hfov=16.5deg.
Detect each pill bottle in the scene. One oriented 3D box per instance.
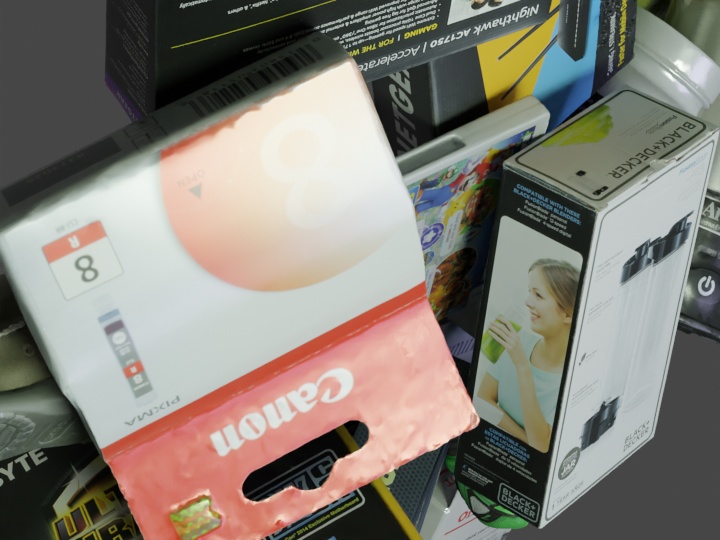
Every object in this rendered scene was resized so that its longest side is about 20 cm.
[{"bbox_3d":[0.116,-0.048,1.390,0.200,0.112,0.112,-53,158,1],"label":"pill bottle"}]

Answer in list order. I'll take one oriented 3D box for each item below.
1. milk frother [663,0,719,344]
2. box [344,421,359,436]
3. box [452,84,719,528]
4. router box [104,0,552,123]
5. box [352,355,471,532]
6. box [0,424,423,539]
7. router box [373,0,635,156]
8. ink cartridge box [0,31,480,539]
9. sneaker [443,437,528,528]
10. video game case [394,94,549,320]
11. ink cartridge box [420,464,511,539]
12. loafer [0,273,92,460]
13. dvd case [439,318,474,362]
[{"bbox_3d":[0.200,-0.062,1.536,0.180,0.199,0.189,22,90,-40],"label":"milk frother"},{"bbox_3d":[-0.071,0.138,1.348,0.160,0.046,0.200,-63,164,21],"label":"box"},{"bbox_3d":[0.115,0.018,1.280,0.116,0.060,0.201,-33,141,-42],"label":"box"},{"bbox_3d":[-0.006,-0.141,1.020,0.199,0.051,0.150,-20,145,-22],"label":"router box"},{"bbox_3d":[0.001,0.151,1.341,0.200,0.051,0.158,103,10,-57],"label":"box"},{"bbox_3d":[-0.090,0.128,1.115,0.199,0.160,0.049,-29,150,-11],"label":"box"},{"bbox_3d":[0.072,-0.132,1.235,0.149,0.051,0.200,-42,155,-18],"label":"router box"},{"bbox_3d":[-0.046,0.025,1.026,0.161,0.050,0.201,-27,113,-8],"label":"ink cartridge box"},{"bbox_3d":[0.113,0.085,1.463,0.200,0.078,0.086,-32,111,-43],"label":"sneaker"},{"bbox_3d":[0.000,0.000,1.227,0.199,0.018,0.144,-25,149,-29],"label":"video game case"},{"bbox_3d":[0.042,0.156,1.552,0.116,0.068,0.201,-23,144,-51],"label":"ink cartridge box"},{"bbox_3d":[-0.158,0.042,1.061,0.199,0.070,0.075,-7,156,-46],"label":"loafer"},{"bbox_3d":[0.017,0.102,1.537,0.142,0.018,0.201,-16,137,-55],"label":"dvd case"}]
